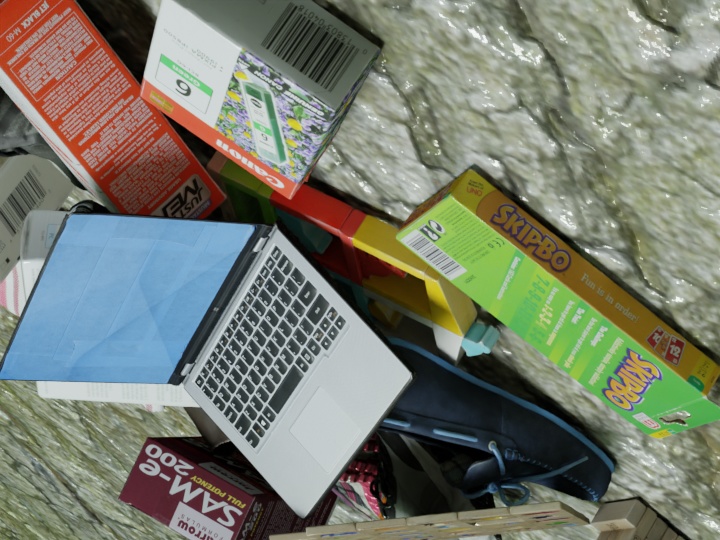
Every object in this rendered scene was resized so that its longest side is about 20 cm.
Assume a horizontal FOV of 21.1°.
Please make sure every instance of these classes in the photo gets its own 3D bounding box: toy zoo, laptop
[{"bbox_3d":[0.000,0.000,1.218,0.199,0.021,0.132,26,159,19],"label":"toy zoo"},{"bbox_3d":[-0.100,0.064,1.191,0.200,0.116,0.188,47,140,11],"label":"laptop"}]

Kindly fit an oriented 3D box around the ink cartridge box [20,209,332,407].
[{"bbox_3d":[-0.121,0.029,1.285,0.198,0.048,0.161,2,143,-3],"label":"ink cartridge box"}]

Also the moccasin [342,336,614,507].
[{"bbox_3d":[0.070,0.112,1.258,0.199,0.069,0.080,26,160,-13],"label":"moccasin"}]

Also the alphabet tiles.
[{"bbox_3d":[0.047,0.172,1.288,0.198,0.008,0.167,-7,168,11],"label":"alphabet tiles"}]

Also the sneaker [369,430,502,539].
[{"bbox_3d":[0.038,0.147,1.367,0.079,0.074,0.201,-21,136,9],"label":"sneaker"}]

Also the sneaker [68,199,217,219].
[{"bbox_3d":[-0.162,0.007,1.369,0.113,0.076,0.200,15,152,-2],"label":"sneaker"}]

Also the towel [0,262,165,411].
[{"bbox_3d":[-0.233,0.021,1.522,0.199,0.030,0.147,32,147,29],"label":"towel"}]

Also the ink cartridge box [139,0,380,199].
[{"bbox_3d":[-0.065,-0.097,1.078,0.109,0.051,0.200,34,158,0],"label":"ink cartridge box"}]

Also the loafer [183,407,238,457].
[{"bbox_3d":[-0.104,0.109,1.530,0.199,0.072,0.073,31,158,10],"label":"loafer"}]

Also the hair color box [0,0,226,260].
[{"bbox_3d":[-0.173,-0.109,1.156,0.111,0.064,0.200,40,168,49],"label":"hair color box"}]

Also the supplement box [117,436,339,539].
[{"bbox_3d":[-0.103,0.184,1.589,0.108,0.061,0.200,26,-175,19],"label":"supplement box"}]

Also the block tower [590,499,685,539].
[{"bbox_3d":[0.238,0.240,1.331,0.200,0.058,0.054,40,157,-11],"label":"block tower"}]

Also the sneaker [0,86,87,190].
[{"bbox_3d":[-0.251,-0.102,1.292,0.199,0.084,0.077,30,159,13],"label":"sneaker"}]

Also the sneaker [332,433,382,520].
[{"bbox_3d":[-0.014,0.125,1.424,0.074,0.081,0.200,18,153,39],"label":"sneaker"}]

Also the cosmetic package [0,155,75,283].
[{"bbox_3d":[-0.317,-0.074,1.422,0.199,0.104,0.073,18,152,33],"label":"cosmetic package"}]

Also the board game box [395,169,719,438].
[{"bbox_3d":[0.117,0.023,1.098,0.200,0.030,0.095,40,158,-6],"label":"board game box"}]
